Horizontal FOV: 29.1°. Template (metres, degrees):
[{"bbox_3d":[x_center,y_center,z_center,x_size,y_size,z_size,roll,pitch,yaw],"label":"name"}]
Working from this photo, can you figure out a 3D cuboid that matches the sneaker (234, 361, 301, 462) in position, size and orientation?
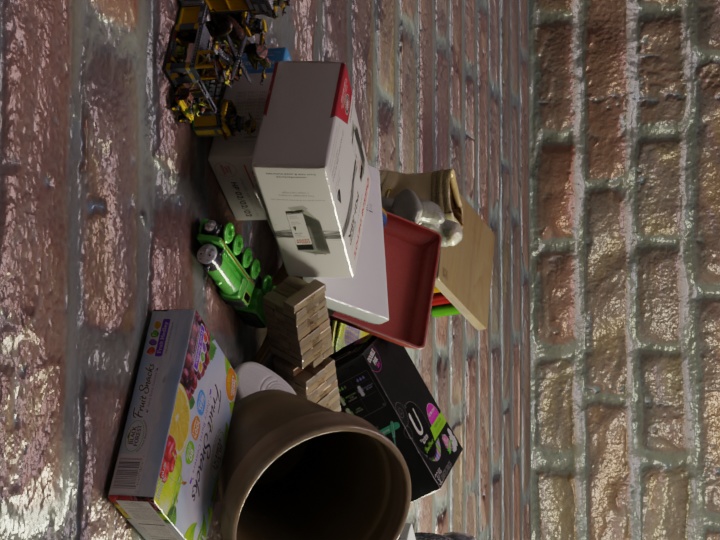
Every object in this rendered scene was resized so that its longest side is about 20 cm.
[{"bbox_3d":[-0.102,0.197,1.603,0.200,0.112,0.073,49,51,-14],"label":"sneaker"}]

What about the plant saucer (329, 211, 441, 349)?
[{"bbox_3d":[0.000,0.000,1.806,0.037,0.198,0.201,123,-16,-49],"label":"plant saucer"}]

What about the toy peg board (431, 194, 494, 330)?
[{"bbox_3d":[0.152,-0.019,2.502,0.199,0.097,0.202,43,46,-47],"label":"toy peg board"}]

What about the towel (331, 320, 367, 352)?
[{"bbox_3d":[-0.008,0.135,2.012,0.200,0.023,0.145,46,46,-68],"label":"towel"}]

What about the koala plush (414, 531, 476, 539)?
[{"bbox_3d":[0.064,0.412,1.930,0.177,0.198,0.186,-28,116,-72],"label":"koala plush"}]

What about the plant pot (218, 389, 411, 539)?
[{"bbox_3d":[-0.072,0.215,1.447,0.173,0.198,0.202,39,-37,56],"label":"plant pot"}]

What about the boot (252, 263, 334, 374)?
[{"bbox_3d":[-0.090,0.061,1.668,0.201,0.075,0.074,-57,154,-32],"label":"boot"}]

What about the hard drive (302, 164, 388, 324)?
[{"bbox_3d":[-0.021,-0.046,1.675,0.131,0.027,0.202,20,57,-44],"label":"hard drive"}]

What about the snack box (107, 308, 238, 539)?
[{"bbox_3d":[-0.178,0.159,1.354,0.143,0.052,0.202,68,26,-55],"label":"snack box"}]

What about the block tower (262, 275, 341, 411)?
[{"bbox_3d":[-0.067,0.098,1.601,0.054,0.058,0.202,-37,138,-36],"label":"block tower"}]

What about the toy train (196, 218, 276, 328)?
[{"bbox_3d":[-0.137,0.007,1.535,0.200,0.041,0.057,59,44,-61],"label":"toy train"}]

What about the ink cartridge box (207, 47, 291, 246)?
[{"bbox_3d":[-0.115,-0.137,1.562,0.116,0.067,0.202,69,25,-53],"label":"ink cartridge box"}]

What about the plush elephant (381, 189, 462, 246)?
[{"bbox_3d":[0.039,-0.037,1.954,0.200,0.164,0.155,49,19,-23],"label":"plush elephant"}]

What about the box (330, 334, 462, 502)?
[{"bbox_3d":[0.022,0.197,1.804,0.201,0.124,0.149,60,20,-4],"label":"box"}]

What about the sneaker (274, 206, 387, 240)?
[{"bbox_3d":[-0.044,-0.057,1.747,0.199,0.075,0.089,14,75,-46],"label":"sneaker"}]

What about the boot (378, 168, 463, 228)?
[{"bbox_3d":[0.078,-0.053,2.081,0.073,0.154,0.202,-28,116,-72],"label":"boot"}]

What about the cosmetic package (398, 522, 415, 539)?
[{"bbox_3d":[-0.021,0.398,1.719,0.201,0.149,0.052,-70,154,-53],"label":"cosmetic package"}]

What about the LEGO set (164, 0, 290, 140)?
[{"bbox_3d":[-0.121,-0.239,1.455,0.154,0.115,0.201,69,26,-50],"label":"LEGO set"}]

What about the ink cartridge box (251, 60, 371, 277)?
[{"bbox_3d":[-0.048,-0.107,1.508,0.201,0.082,0.148,75,21,-55],"label":"ink cartridge box"}]

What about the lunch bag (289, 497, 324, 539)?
[{"bbox_3d":[-0.064,0.339,1.580,0.082,0.160,0.201,-31,129,-22],"label":"lunch bag"}]
